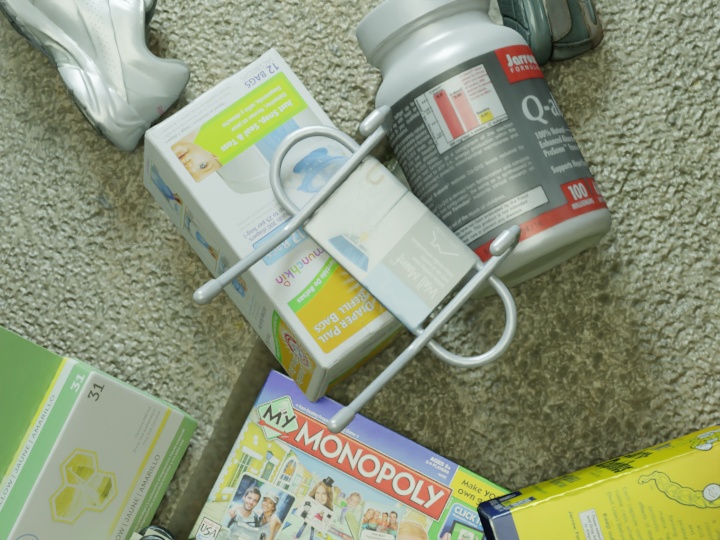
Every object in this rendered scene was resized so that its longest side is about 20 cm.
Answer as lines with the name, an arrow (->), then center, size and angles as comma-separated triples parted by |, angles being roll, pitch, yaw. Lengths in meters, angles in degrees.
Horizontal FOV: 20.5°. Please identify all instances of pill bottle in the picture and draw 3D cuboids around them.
pill bottle -> 0.079, -0.093, 1.345 | 0.115, 0.116, 0.201 | -26, 82, 4

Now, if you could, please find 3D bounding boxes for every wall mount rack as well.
wall mount rack -> 0.000, 0.000, 1.254 | 0.200, 0.075, 0.174 | 43, 86, 8

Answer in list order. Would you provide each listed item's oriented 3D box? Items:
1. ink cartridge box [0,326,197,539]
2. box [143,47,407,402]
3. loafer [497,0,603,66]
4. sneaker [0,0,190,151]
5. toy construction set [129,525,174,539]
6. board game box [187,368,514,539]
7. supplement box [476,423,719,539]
ink cartridge box -> -0.220, 0.125, 1.327 | 0.048, 0.199, 0.146 | 21, 82, 49
box -> -0.046, -0.028, 1.348 | 0.112, 0.101, 0.201 | -35, 81, -15
loafer -> 0.120, -0.243, 1.388 | 0.062, 0.072, 0.202 | -11, 89, -14
sneaker -> -0.195, -0.187, 1.417 | 0.099, 0.078, 0.200 | -38, 90, -5
toy construction set -> -0.133, 0.252, 1.335 | 0.199, 0.092, 0.132 | 30, 91, -19
board game box -> -0.002, 0.172, 1.372 | 0.199, 0.029, 0.135 | 26, 89, 9
supplement box -> 0.188, 0.176, 1.292 | 0.198, 0.109, 0.110 | -18, 88, -2
